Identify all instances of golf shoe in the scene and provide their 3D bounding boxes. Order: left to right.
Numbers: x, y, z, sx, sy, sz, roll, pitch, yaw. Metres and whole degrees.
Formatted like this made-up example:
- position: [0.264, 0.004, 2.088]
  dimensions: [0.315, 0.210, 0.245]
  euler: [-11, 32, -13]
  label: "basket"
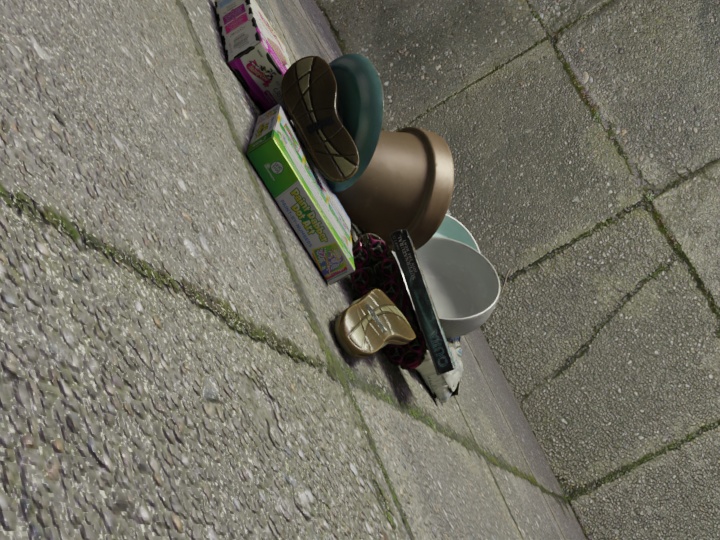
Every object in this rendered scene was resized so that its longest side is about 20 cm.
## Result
- position: [0.036, 0.044, 1.271]
  dimensions: [0.092, 0.072, 0.203]
  euler: [-63, 134, -85]
  label: "golf shoe"
- position: [0.132, 0.166, 1.437]
  dimensions: [0.200, 0.077, 0.099]
  euler: [18, 61, -67]
  label: "golf shoe"

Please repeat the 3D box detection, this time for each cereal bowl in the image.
- position: [0.126, 0.038, 1.448]
  dimensions: [0.202, 0.197, 0.084]
  euler: [-110, -158, -44]
  label: "cereal bowl"

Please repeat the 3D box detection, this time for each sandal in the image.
- position: [-0.055, -0.207, 1.230]
  dimensions: [0.055, 0.081, 0.202]
  euler: [97, -30, -70]
  label: "sandal"
- position: [0.009, 0.073, 1.091]
  dimensions: [0.081, 0.054, 0.199]
  euler: [57, 23, 7]
  label: "sandal"

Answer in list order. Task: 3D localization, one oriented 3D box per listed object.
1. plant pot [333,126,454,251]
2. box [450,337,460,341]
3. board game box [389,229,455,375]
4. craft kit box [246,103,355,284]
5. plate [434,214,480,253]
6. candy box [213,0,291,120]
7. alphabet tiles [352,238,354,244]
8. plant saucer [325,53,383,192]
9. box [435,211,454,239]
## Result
- position: [0.020, -0.143, 1.367]
  dimensions: [0.173, 0.201, 0.202]
  euler: [15, 36, -32]
  label: "plant pot"
- position: [0.155, 0.069, 1.784]
  dimensions: [0.202, 0.039, 0.138]
  euler: [-110, -166, -44]
  label: "box"
- position: [0.089, 0.046, 1.241]
  dimensions: [0.135, 0.028, 0.203]
  euler: [35, 36, -82]
  label: "board game box"
- position: [-0.075, -0.106, 1.168]
  dimensions: [0.202, 0.048, 0.198]
  euler: [58, 7, -19]
  label: "craft kit box"
- position: [0.124, -0.005, 1.539]
  dimensions: [0.202, 0.198, 0.026]
  euler: [61, -24, 0]
  label: "plate"
- position: [-0.154, -0.328, 1.338]
  dimensions: [0.137, 0.060, 0.201]
  euler: [54, 11, -43]
  label: "candy box"
- position: [0.000, 0.000, 1.384]
  dimensions: [0.202, 0.007, 0.167]
  euler: [61, 9, -4]
  label: "alphabet tiles"
- position: [-0.037, -0.216, 1.278]
  dimensions: [0.027, 0.201, 0.202]
  euler: [7, 46, -37]
  label: "plant saucer"
- position: [0.122, -0.044, 1.665]
  dimensions: [0.193, 0.047, 0.204]
  euler: [159, -81, -71]
  label: "box"
